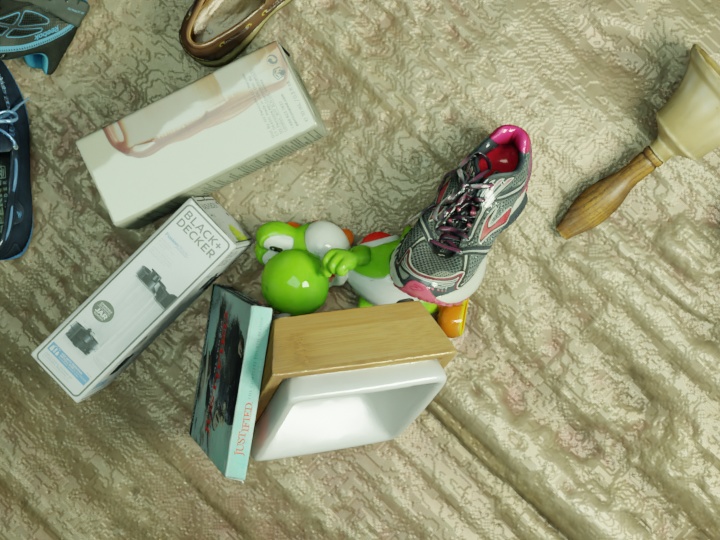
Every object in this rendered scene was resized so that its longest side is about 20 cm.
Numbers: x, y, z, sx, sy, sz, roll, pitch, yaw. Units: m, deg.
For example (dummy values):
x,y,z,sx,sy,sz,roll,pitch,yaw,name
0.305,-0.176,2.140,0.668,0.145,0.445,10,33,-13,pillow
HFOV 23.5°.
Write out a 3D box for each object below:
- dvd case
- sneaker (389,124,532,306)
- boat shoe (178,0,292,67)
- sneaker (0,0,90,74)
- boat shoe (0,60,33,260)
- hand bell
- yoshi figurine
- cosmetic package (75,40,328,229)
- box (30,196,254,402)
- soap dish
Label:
x,y,z,sx,sy,sz,roll,pitch,yaw,name
-0.114,0.092,1.500,0.022,0.200,0.146,9,93,-13,dvd case
0.087,-0.049,1.488,0.081,0.075,0.200,24,51,12,sneaker
-0.088,-0.266,1.548,0.072,0.068,0.200,40,94,2,boat shoe
-0.319,-0.223,1.509,0.073,0.200,0.082,29,100,35,sneaker
-0.332,-0.111,1.570,0.084,0.069,0.200,-16,91,4,boat shoe
0.254,-0.095,1.534,0.200,0.104,0.104,-42,89,17,hand bell
-0.004,0.014,1.536,0.200,0.112,0.113,13,100,6,yoshi figurine
-0.138,-0.118,1.541,0.200,0.103,0.087,-27,88,3,cosmetic package
-0.191,0.023,1.543,0.200,0.117,0.060,-44,89,4,box
-0.021,0.094,1.482,0.157,0.200,0.081,-7,71,-16,soap dish
